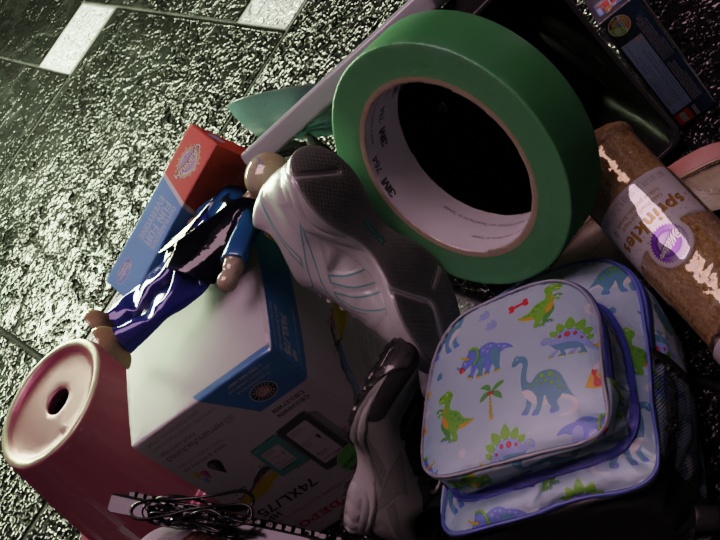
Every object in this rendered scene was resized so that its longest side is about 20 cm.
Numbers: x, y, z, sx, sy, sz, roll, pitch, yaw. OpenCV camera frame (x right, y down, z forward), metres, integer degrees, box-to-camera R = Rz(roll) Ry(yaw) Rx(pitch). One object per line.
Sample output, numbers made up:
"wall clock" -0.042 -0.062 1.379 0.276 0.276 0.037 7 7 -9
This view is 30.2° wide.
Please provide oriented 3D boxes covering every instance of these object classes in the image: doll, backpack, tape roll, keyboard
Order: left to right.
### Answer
"doll" -0.125 -0.012 1.036 0.200 0.049 0.136 -45 28 -3
"keyboard" -0.098 0.187 1.040 0.197 0.104 0.040 7 85 20
"tape roll" 0.072 -0.084 0.952 0.199 0.202 0.048 -3 33 45
"backpack" 0.138 0.090 0.928 0.181 0.147 0.202 -21 41 28

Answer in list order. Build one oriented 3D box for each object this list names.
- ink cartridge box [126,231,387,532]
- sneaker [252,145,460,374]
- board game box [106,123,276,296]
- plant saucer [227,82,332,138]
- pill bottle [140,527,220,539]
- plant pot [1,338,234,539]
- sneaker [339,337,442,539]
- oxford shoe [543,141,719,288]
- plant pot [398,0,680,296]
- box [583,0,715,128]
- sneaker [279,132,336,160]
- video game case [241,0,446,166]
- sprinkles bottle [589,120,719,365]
"ink cartridge box" -0.072 0.099 1.097 0.146 0.200 0.147 -35 40 19
"sneaker" 0.000 0.000 0.997 0.080 0.201 0.071 -31 13 45
"board game box" -0.109 -0.026 1.176 0.040 0.199 0.154 36 101 36
"plant saucer" -0.031 -0.157 1.318 0.198 0.199 0.037 -7 91 43
"pill bottle" -0.102 0.265 1.061 0.199 0.112 0.113 6 63 49
"plant pot" -0.218 0.161 1.217 0.199 0.179 0.202 -28 41 28
"sneaker" 0.033 0.129 0.988 0.078 0.202 0.074 18 45 17
"oxford shoe" 0.215 -0.016 1.002 0.199 0.071 0.074 -38 41 18
"plant pot" 0.113 -0.141 1.125 0.200 0.199 0.178 -42 23 12
"box" 0.216 -0.225 1.122 0.038 0.136 0.201 -36 38 17
"sneaker" -0.101 -0.059 1.333 0.200 0.115 0.075 -47 36 4
"video game case" -0.003 -0.170 1.116 0.199 0.022 0.182 -40 7 19
"sprinkles bottle" 0.223 -0.015 0.930 0.068 0.068 0.201 -43 62 10
